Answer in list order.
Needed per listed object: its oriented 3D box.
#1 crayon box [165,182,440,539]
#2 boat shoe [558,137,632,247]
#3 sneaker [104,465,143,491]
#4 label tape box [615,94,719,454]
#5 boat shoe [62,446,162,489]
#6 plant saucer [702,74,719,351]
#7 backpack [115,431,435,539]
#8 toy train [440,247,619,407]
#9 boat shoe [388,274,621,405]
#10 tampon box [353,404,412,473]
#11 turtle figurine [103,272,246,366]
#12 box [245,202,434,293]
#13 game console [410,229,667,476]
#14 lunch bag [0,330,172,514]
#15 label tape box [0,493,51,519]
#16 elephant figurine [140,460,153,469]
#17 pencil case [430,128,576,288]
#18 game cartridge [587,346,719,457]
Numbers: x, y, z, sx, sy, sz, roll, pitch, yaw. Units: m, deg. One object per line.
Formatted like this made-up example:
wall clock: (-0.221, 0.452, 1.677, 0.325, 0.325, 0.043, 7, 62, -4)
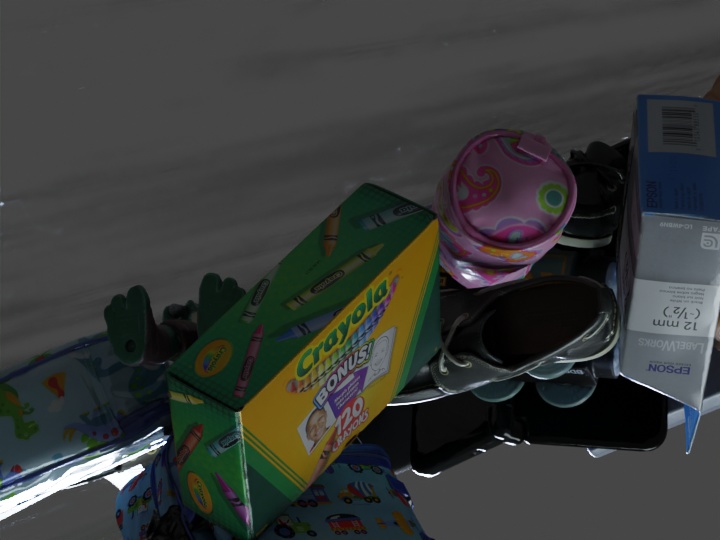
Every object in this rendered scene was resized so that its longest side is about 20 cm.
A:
crayon box: (-0.030, 0.053, 1.419, 0.200, 0.058, 0.119, -44, 147, -34)
boat shoe: (0.174, -0.063, 1.720, 0.199, 0.074, 0.066, -12, 124, -55)
sneaker: (-0.167, 0.131, 1.960, 0.108, 0.070, 0.200, -23, 170, 1)
label tape box: (0.206, 0.003, 1.597, 0.066, 0.200, 0.143, 6, -143, 0)
boat shoe: (-0.160, 0.105, 1.731, 0.201, 0.072, 0.061, -29, -159, -27)
plant saucer: (0.257, -0.042, 1.656, 0.032, 0.200, 0.200, 0, 171, -3)
backpack: (-0.059, 0.167, 1.513, 0.182, 0.200, 0.135, 6, 124, -27)
toy train: (0.097, 0.032, 1.696, 0.200, 0.114, 0.085, 3, 157, 22)
boat shoe: (0.070, 0.042, 1.540, 0.200, 0.072, 0.068, -13, 173, 8)
tampon box: (-0.027, 0.116, 1.991, 0.200, 0.150, 0.126, -20, 173, -32)
turtle figurine: (-0.068, 0.035, 1.503, 0.150, 0.101, 0.200, -28, 166, 22)
box: (0.000, 0.000, 1.677, 0.200, 0.039, 0.041, -25, 173, 6)
game console: (0.135, 0.057, 1.798, 0.116, 0.200, 0.176, 21, 148, -29)
lunch bag: (-0.211, 0.105, 1.583, 0.200, 0.083, 0.161, -24, 176, -1)
label tape box: (-0.331, 0.180, 1.782, 0.200, 0.063, 0.144, -28, 173, 26)
elephant figurine: (-0.063, 0.172, 1.782, 0.200, 0.142, 0.155, 2, -154, 33)
pencil case: (0.090, -0.038, 1.543, 0.087, 0.087, 0.200, -24, 174, -4)
game cartridge: (0.212, 0.034, 1.802, 0.133, 0.200, 0.041, -26, 145, 19)
